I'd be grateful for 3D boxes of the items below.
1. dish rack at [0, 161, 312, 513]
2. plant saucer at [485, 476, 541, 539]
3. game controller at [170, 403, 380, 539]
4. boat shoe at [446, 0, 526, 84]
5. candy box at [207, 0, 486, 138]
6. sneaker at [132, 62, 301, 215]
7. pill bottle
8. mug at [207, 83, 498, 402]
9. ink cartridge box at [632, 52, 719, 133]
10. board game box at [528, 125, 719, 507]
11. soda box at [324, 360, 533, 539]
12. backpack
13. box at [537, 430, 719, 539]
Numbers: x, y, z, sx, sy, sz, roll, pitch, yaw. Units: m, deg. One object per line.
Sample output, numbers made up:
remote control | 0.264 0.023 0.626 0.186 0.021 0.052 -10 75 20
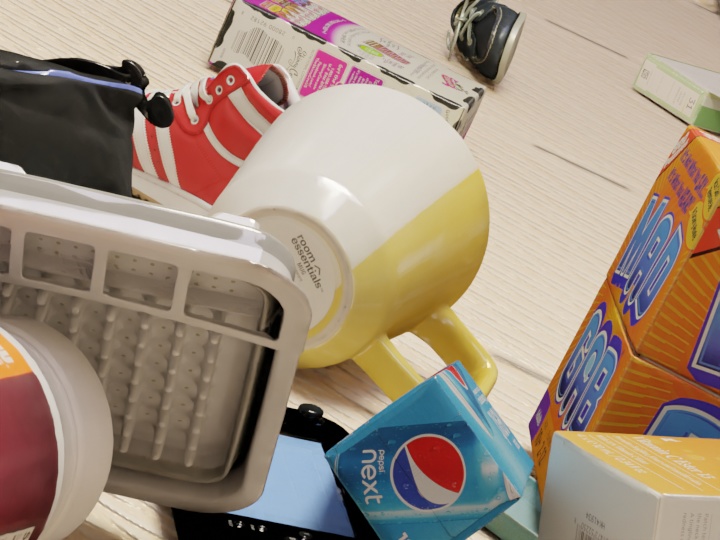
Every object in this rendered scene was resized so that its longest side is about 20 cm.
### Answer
dish rack | -0.110 0.024 1.188 0.171 0.200 0.044 12 55 -3
plant saucer | 0.126 0.157 1.472 0.200 0.019 0.070 34 17 34
game controller | -0.042 0.103 1.333 0.104 0.042 0.200 21 14 -16
boat shoe | 0.116 -0.225 2.688 0.062 0.075 0.200 25 13 -6
candy box | -0.008 -0.153 2.253 0.199 0.061 0.136 26 14 5
sneaker | -0.116 -0.100 1.782 0.199 0.113 0.071 29 14 16
pill bottle | -0.180 0.072 1.063 0.114 0.115 0.200 30 16 20
mug | -0.003 -0.009 1.609 0.186 0.150 0.153 21 21 12
ink cartridge box | 0.396 -0.156 2.962 0.145 0.048 0.200 12 20 -42
board game box | 0.225 0.068 1.540 0.199 0.201 0.200 27 11 -4
soda box | 0.035 0.089 1.345 0.068 0.064 0.200 55 4 3
backpack | -0.214 -0.041 1.299 0.190 0.155 0.200 4 -8 39
box | 0.197 0.140 1.357 0.199 0.098 0.124 4 9 -21
